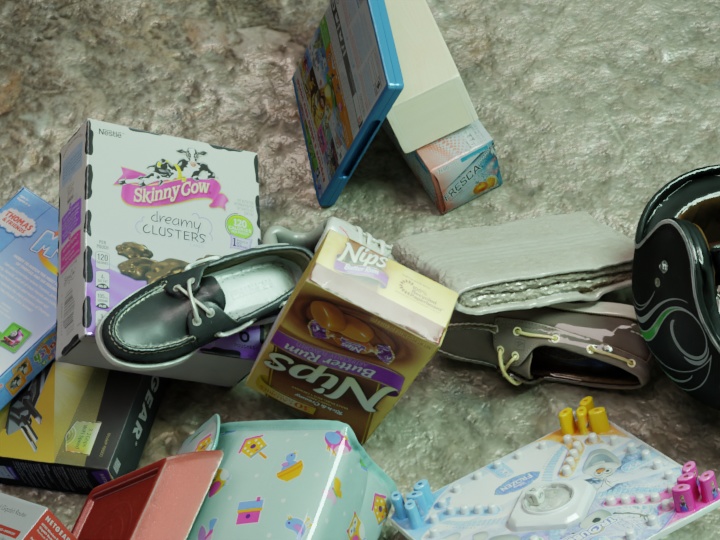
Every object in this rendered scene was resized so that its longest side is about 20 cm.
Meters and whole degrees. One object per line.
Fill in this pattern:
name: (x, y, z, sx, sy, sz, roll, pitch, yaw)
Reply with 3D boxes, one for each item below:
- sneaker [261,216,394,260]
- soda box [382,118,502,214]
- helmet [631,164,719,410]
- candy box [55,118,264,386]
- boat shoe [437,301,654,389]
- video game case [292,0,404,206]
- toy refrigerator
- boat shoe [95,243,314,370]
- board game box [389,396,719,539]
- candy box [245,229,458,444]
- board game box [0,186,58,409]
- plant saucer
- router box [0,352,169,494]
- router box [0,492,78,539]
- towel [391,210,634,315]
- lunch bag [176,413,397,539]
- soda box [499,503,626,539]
sneaker: (0.000, 0.000, 1.697, 0.198, 0.100, 0.078, 1, 44, 15)
soda box: (0.056, -0.147, 1.824, 0.068, 0.064, 0.201, -27, 52, -7)
helmet: (0.305, 0.013, 1.550, 0.198, 0.191, 0.203, 0, 88, -7)
candy box: (-0.173, -0.014, 1.692, 0.166, 0.071, 0.202, 9, 64, -27)
boat shoe: (0.147, 0.063, 1.633, 0.198, 0.072, 0.060, 4, 53, 13)
video game case: (-0.014, -0.170, 1.764, 0.018, 0.200, 0.144, -2, 62, -22)
toy refrigerator: (0.037, -0.206, 1.791, 0.075, 0.070, 0.201, -25, 49, 4)
boat shoe: (-0.125, 0.023, 1.616, 0.199, 0.060, 0.076, -25, 78, -33)
board game box: (0.144, 0.174, 1.499, 0.198, 0.026, 0.200, -24, 23, -17)
candy box: (-0.010, 0.058, 1.575, 0.116, 0.200, 0.057, 26, 59, -4)
board game box: (-0.316, 0.029, 1.734, 0.151, 0.037, 0.200, 30, 65, 33)
plant saucer: (-0.199, 0.233, 1.524, 0.200, 0.037, 0.201, -26, 35, 56)
router box: (-0.252, 0.095, 1.724, 0.155, 0.052, 0.201, 4, 54, 18)
router box: (-0.340, 0.258, 1.572, 0.199, 0.049, 0.180, 7, 52, 51)
towel: (0.137, -0.007, 1.645, 0.198, 0.035, 0.132, -8, 22, -23)
lunch bag: (-0.095, 0.210, 1.553, 0.198, 0.122, 0.172, 2, 54, 32)
soda box: (0.121, 0.246, 1.496, 0.198, 0.068, 0.064, -16, 48, 3)
